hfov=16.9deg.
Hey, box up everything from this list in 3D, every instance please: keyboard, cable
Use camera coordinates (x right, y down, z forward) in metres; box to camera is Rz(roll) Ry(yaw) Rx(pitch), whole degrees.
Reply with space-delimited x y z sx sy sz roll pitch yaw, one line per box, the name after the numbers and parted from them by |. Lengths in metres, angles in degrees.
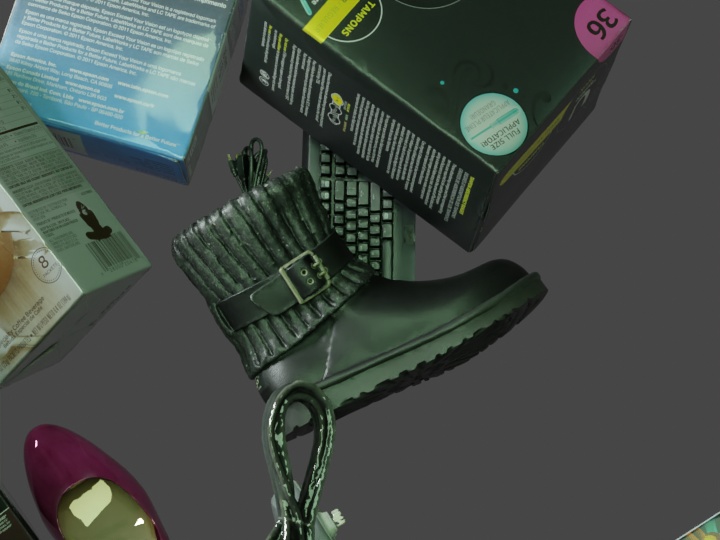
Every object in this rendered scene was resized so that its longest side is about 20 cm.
-0.027 -0.025 1.615 0.127 0.021 0.201 0 75 0 | keyboard
-0.040 0.170 1.475 0.097 0.050 0.201 22 79 -13 | cable

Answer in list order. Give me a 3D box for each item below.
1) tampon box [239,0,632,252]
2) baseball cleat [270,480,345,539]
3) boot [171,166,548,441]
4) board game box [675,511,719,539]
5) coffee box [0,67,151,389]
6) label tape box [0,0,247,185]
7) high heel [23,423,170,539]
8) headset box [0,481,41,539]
0.046 -0.144 1.579 0.200 0.126 0.150 37 68 10 | tampon box
-0.033 0.235 1.522 0.106 0.070 0.200 -24 76 -6 | baseball cleat
0.000 0.000 1.561 0.211 0.079 0.158 -24 80 -11 | boot
0.250 0.257 1.532 0.126 0.035 0.200 -32 78 -7 | board game box
-0.244 -0.040 1.557 0.200 0.080 0.114 51 123 8 | coffee box
-0.154 -0.174 1.631 0.144 0.063 0.201 16 76 5 | label tape box
-0.150 0.171 1.525 0.067 0.096 0.200 -39 79 -9 | high heel
-0.262 0.131 1.462 0.077 0.149 0.200 -35 119 -9 | headset box
